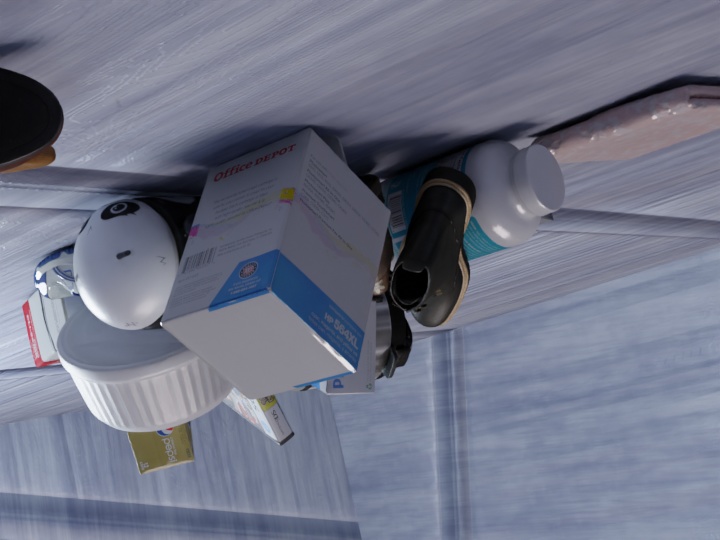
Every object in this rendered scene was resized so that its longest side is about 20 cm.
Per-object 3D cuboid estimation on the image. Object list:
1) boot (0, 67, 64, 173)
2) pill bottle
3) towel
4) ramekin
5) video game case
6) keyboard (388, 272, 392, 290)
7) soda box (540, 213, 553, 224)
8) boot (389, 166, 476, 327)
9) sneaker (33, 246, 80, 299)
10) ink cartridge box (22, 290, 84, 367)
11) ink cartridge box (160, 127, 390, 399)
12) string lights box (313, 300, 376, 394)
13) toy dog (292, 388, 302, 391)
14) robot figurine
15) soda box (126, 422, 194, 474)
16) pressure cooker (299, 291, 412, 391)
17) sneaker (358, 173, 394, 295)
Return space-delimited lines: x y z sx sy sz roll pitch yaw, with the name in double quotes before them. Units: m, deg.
"boot" -0.248 -0.076 1.004 0.186 0.069 0.200 -15 174 12
"pill bottle" 0.111 -0.067 1.582 0.198 0.112 0.110 -18 172 37
"towel" 0.306 -0.154 1.601 0.199 0.033 0.190 -19 172 42
"ramekin" -0.217 0.089 1.629 0.199 0.095 0.203 -10 -154 5
"video game case" -0.171 0.104 1.843 0.025 0.182 0.199 -37 -145 -19
"keyboard" 0.000 0.000 1.745 0.103 0.040 0.199 12 -167 42
"soda box" 0.161 -0.083 1.750 0.067 0.064 0.200 -17 173 20
"boot" 0.057 0.015 1.504 0.076 0.139 0.202 13 136 14
"sneaker" -0.261 0.013 1.603 0.198 0.089 0.075 -16 174 30
"ink cartridge box" -0.304 0.047 1.800 0.143 0.085 0.200 -11 171 -25
"ink cartridge box" -0.066 -0.014 1.332 0.127 0.202 0.125 -17 134 35
"string lights box" -0.034 0.078 1.744 0.058 0.104 0.200 0 -176 -14
"toy dog" -0.130 0.056 1.899 0.096 0.201 0.131 -44 -168 -33
"robot figurine" -0.180 -0.011 1.446 0.124 0.152 0.199 33 -158 32
"soda box" -0.228 0.144 1.717 0.063 0.069 0.200 -14 -155 -2
"pressure cooker" -0.027 0.075 2.187 0.198 0.179 0.178 -5 174 -29
"sneaker" -0.003 -0.035 1.507 0.070 0.076 0.200 -16 -162 5
